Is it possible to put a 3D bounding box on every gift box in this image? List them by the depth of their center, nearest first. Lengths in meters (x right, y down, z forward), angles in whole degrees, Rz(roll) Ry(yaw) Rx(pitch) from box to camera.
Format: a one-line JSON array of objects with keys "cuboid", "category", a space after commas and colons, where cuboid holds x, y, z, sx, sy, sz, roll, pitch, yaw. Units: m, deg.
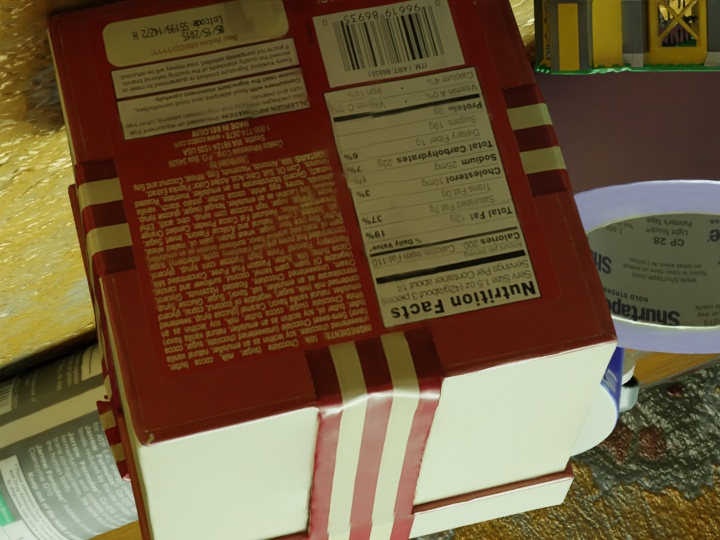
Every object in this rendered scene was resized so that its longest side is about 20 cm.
[{"cuboid": [-0.012, -0.007, 0.749, 0.183, 0.201, 0.187, -7, 155, -6], "category": "gift box"}]

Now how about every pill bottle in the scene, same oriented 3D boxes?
[{"cuboid": [-0.142, 0.097, 1.285, 0.199, 0.114, 0.113, -21, 171, 11], "category": "pill bottle"}]

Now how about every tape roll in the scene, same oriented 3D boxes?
[{"cuboid": [0.164, -0.035, 1.021, 0.199, 0.085, 0.200, 5, 156, 2], "category": "tape roll"}]

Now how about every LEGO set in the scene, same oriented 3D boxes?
[{"cuboid": [0.145, -0.133, 0.705, 0.153, 0.117, 0.199, 5, -167, 40], "category": "LEGO set"}]

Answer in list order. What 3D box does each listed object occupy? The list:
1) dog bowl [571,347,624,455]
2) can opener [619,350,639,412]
[{"cuboid": [0.071, 0.053, 1.328, 0.199, 0.079, 0.200, 5, 153, 3], "category": "dog bowl"}, {"cuboid": [0.099, 0.058, 1.457, 0.199, 0.067, 0.053, 16, -152, 15], "category": "can opener"}]
